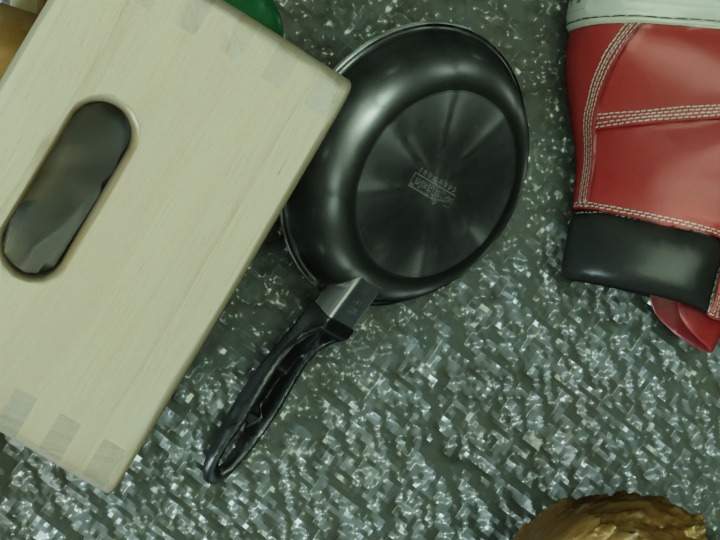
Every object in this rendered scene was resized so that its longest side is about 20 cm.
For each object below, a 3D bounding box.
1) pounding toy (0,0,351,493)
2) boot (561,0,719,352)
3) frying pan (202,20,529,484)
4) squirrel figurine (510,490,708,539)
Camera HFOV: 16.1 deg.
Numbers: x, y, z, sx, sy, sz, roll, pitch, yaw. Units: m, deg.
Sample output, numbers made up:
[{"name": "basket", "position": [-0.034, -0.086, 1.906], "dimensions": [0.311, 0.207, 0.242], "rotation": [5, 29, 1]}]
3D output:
[{"name": "pounding toy", "position": [-0.102, -0.054, 0.902], "dimensions": [0.142, 0.184, 0.201], "rotation": [31, 89, -10]}, {"name": "boot", "position": [0.178, -0.039, 0.999], "dimensions": [0.199, 0.072, 0.145], "rotation": [1, 86, -2]}, {"name": "frying pan", "position": [-0.006, -0.012, 0.954], "dimensions": [0.190, 0.031, 0.115], "rotation": [-43, 131, -13]}, {"name": "squirrel figurine", "position": [0.097, 0.189, 0.937], "dimensions": [0.200, 0.141, 0.187], "rotation": [-44, 101, -8]}]
